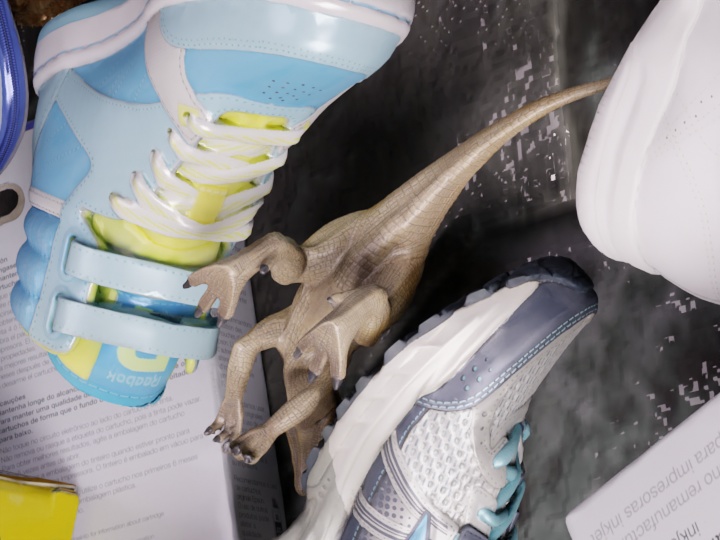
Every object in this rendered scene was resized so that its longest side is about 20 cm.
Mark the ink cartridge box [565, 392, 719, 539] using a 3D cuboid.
[{"bbox_3d":[0.153,0.113,0.673,0.146,0.082,0.201,-43,55,37],"label":"ink cartridge box"}]

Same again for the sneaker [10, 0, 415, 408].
[{"bbox_3d":[-0.048,-0.024,0.868,0.200,0.079,0.131,-14,67,63],"label":"sneaker"}]

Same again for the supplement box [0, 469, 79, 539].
[{"bbox_3d":[-0.214,0.105,0.950,0.199,0.109,0.110,8,84,32],"label":"supplement box"}]

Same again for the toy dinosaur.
[{"bbox_3d":[0.000,0.000,0.856,0.058,0.101,0.200,45,129,13],"label":"toy dinosaur"}]

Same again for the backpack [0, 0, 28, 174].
[{"bbox_3d":[-0.205,-0.060,0.943,0.200,0.153,0.192,-30,71,56],"label":"backpack"}]

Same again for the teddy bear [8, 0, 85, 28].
[{"bbox_3d":[-0.097,-0.185,1.026,0.144,0.067,0.201,-14,68,38],"label":"teddy bear"}]

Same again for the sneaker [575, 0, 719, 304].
[{"bbox_3d":[0.128,-0.085,0.748,0.088,0.075,0.201,26,112,35],"label":"sneaker"}]

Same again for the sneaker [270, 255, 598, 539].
[{"bbox_3d":[0.022,0.085,0.854,0.086,0.078,0.200,40,112,14],"label":"sneaker"}]

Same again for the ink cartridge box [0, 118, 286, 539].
[{"bbox_3d":[-0.123,0.054,0.995,0.195,0.043,0.201,-17,70,27],"label":"ink cartridge box"}]
